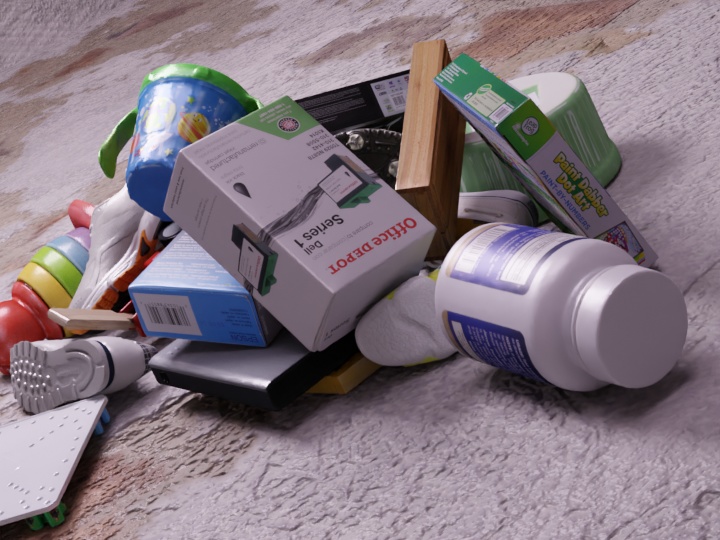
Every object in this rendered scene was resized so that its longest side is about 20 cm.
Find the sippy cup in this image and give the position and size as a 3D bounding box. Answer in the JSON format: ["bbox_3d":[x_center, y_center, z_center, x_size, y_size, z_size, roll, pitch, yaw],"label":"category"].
[{"bbox_3d":[-0.187,-0.127,1.723,0.178,0.139,0.131,-37,30,47],"label":"sippy cup"}]

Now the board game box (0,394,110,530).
[{"bbox_3d":[-0.345,0.202,1.532,0.199,0.026,0.200,-18,22,13],"label":"board game box"}]

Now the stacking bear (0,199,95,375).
[{"bbox_3d":[-0.349,0.030,1.845,0.200,0.122,0.114,-42,29,-21],"label":"stacking bear"}]

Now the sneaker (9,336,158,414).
[{"bbox_3d":[-0.291,0.103,1.673,0.080,0.077,0.199,-13,6,-43],"label":"sneaker"}]

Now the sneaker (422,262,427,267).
[{"bbox_3d":[0.000,0.000,1.619,0.088,0.076,0.200,2,-3,-23],"label":"sneaker"}]

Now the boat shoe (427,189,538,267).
[{"bbox_3d":[0.076,-0.035,1.612,0.199,0.071,0.070,-2,26,31],"label":"boat shoe"}]

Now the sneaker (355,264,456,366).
[{"bbox_3d":[0.084,0.027,1.467,0.199,0.076,0.105,-23,5,-8],"label":"sneaker"}]

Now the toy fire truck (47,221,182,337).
[{"bbox_3d":[-0.200,0.031,1.682,0.200,0.129,0.176,-45,29,-23],"label":"toy fire truck"}]

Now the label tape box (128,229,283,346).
[{"bbox_3d":[-0.106,-0.014,1.552,0.144,0.064,0.200,4,36,31],"label":"label tape box"}]

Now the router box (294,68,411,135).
[{"bbox_3d":[-0.033,-0.150,1.854,0.199,0.052,0.157,-17,-17,-21],"label":"router box"}]

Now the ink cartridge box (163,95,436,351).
[{"bbox_3d":[-0.053,-0.045,1.449,0.200,0.085,0.146,41,49,18],"label":"ink cartridge box"}]

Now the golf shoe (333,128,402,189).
[{"bbox_3d":[-0.022,-0.114,1.756,0.199,0.078,0.088,-15,14,25],"label":"golf shoe"}]

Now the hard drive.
[{"bbox_3d":[-0.090,0.071,1.512,0.139,0.033,0.200,-36,25,-30],"label":"hard drive"}]

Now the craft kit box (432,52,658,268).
[{"bbox_3d":[0.164,-0.095,1.469,0.048,0.198,0.200,-39,23,2],"label":"craft kit box"}]

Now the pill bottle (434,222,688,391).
[{"bbox_3d":[0.159,0.031,1.287,0.119,0.120,0.200,-32,23,-23],"label":"pill bottle"}]

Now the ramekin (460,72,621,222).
[{"bbox_3d":[0.162,-0.127,1.691,0.199,0.098,0.200,-20,21,8],"label":"ramekin"}]

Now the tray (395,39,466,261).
[{"bbox_3d":[0.071,-0.117,1.548,0.037,0.099,0.201,-7,47,15],"label":"tray"}]

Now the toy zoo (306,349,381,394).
[{"bbox_3d":[-0.030,0.071,1.525,0.199,0.021,0.131,-2,30,43],"label":"toy zoo"}]

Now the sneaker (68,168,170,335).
[{"bbox_3d":[-0.273,-0.023,1.794,0.092,0.076,0.200,31,81,22],"label":"sneaker"}]
